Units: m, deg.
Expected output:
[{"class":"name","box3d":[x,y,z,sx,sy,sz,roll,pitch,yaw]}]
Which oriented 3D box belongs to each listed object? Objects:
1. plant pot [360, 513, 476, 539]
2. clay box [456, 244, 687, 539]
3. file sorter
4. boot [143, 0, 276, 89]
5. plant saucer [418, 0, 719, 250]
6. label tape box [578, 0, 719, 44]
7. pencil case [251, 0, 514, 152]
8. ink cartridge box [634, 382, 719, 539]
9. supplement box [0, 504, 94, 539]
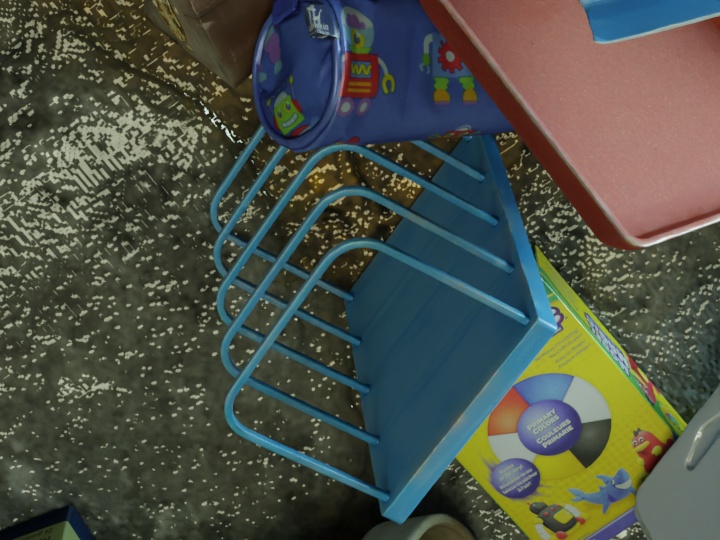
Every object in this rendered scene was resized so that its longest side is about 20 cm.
[{"class":"plant pot","box3d":[-0.019,0.258,1.205,0.172,0.200,0.201,-9,119,24]},{"class":"clay box","box3d":[0.103,0.075,1.170,0.115,0.048,0.200,-36,113,17]},{"class":"file sorter","box3d":[0.000,0.000,1.038,0.122,0.201,0.139,27,115,-22]},{"class":"boot","box3d":[-0.041,-0.210,0.976,0.199,0.064,0.187,-34,117,-6]},{"class":"plant saucer","box3d":[0.136,-0.098,0.964,0.198,0.201,0.037,-18,151,-37]},{"class":"label tape box","box3d":[0.159,-0.200,0.935,0.142,0.201,0.066,-15,127,8]},{"class":"pencil case","box3d":[0.036,-0.110,1.006,0.199,0.078,0.088,-7,90,-37]},{"class":"ink cartridge box","box3d":[0.284,0.137,1.152,0.199,0.084,0.145,18,118,-27]},{"class":"supplement box","box3d":[-0.202,0.296,1.207,0.133,0.200,0.201,-22,116,12]}]
